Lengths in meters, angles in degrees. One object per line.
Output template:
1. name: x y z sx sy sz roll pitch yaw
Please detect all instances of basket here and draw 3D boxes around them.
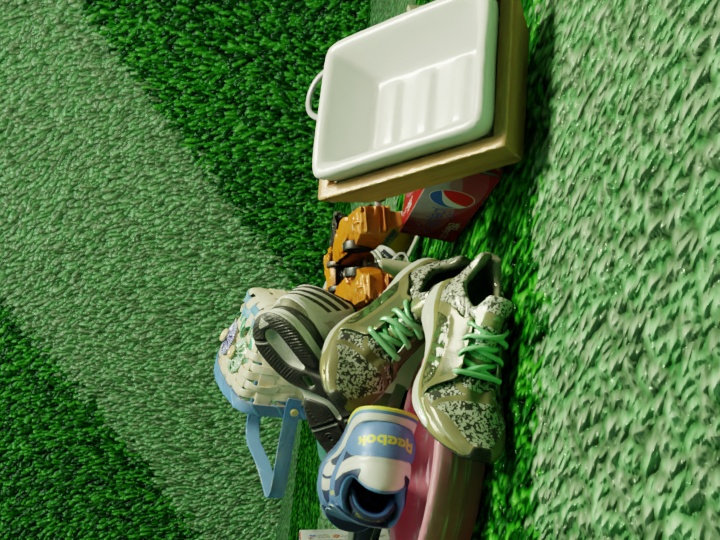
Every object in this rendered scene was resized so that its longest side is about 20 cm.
1. basket: -0.092 0.128 1.185 0.176 0.139 0.200 -137 52 -68

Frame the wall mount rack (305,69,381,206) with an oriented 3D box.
1. wall mount rack: 0.004 -0.148 1.197 0.200 0.075 0.174 35 104 53

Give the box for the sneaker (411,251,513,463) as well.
1. sneaker: 0.090 0.060 0.857 0.200 0.077 0.089 -90 19 -46

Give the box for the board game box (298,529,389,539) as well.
1. board game box: -0.011 0.360 1.117 0.200 0.105 0.103 -107 18 -77

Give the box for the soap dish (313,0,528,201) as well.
1. soap dish: 0.056 -0.147 0.941 0.200 0.081 0.157 -13 62 38

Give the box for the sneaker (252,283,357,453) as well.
1. sneaker: -0.012 0.098 1.058 0.076 0.201 0.115 -24 14 38

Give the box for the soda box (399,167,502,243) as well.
1. soda box: 0.090 -0.092 1.079 0.200 0.063 0.070 116 164 -72

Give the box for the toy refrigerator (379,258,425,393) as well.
1. toy refrigerator: 0.048 0.061 1.218 0.200 0.070 0.076 -96 17 -66

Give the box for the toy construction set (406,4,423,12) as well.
1. toy construction set: 0.081 -0.208 1.262 0.200 0.092 0.131 89 -176 -51

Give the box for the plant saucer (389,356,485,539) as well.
1. plant saucer: 0.069 0.176 0.951 0.201 0.051 0.201 -171 90 -83

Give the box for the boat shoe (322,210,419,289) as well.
1. boat shoe: 0.026 -0.006 1.354 0.202 0.075 0.086 -51 11 -33

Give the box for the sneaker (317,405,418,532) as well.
1. sneaker: 0.001 0.200 0.973 0.200 0.074 0.082 105 169 -52

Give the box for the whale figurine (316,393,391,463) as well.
1. whale figurine: -0.005 0.162 1.242 0.159 0.104 0.200 87 172 -54

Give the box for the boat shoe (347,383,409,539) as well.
1. boat shoe: 0.036 0.214 1.113 0.075 0.062 0.200 -47 -26 -76

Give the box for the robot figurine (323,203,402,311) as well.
1. robot figurine: 0.000 0.000 1.163 0.200 0.058 0.145 139 130 -76

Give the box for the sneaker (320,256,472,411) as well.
1. sneaker: 0.038 0.046 0.990 0.200 0.077 0.089 -48 4 -32
